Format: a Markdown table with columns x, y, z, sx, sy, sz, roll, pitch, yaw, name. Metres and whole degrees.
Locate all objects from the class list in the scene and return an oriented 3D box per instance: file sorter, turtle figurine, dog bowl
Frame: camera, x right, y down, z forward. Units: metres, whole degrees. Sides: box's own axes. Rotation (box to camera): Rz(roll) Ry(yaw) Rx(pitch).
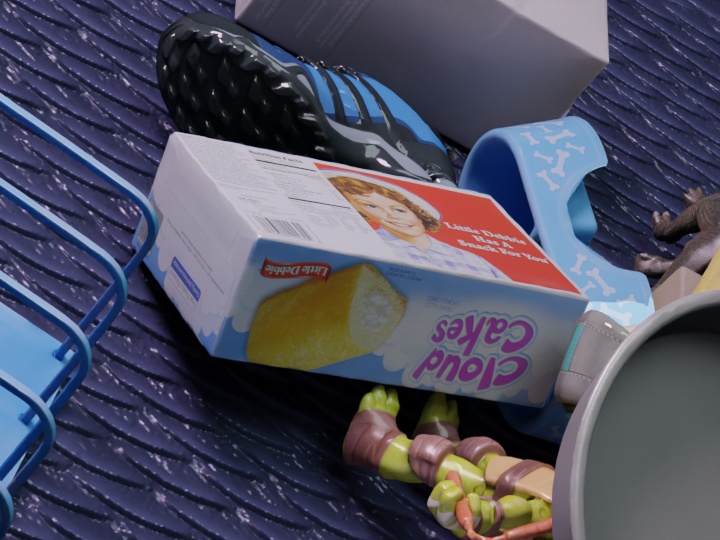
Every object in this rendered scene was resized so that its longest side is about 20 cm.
| x | y | z | sx | sy | sz | roll | pitch | yaw | name |
| --- | --- | --- | --- | --- | --- | --- | --- | --- | --- |
| -0.183 | 0.032 | 0.967 | 0.138 | 0.123 | 0.201 | 35 | 38 | -11 | file sorter |
| 0.080 | 0.106 | 1.123 | 0.199 | 0.065 | 0.161 | -8 | 23 | -45 | turtle figurine |
| 0.099 | 0.005 | 1.262 | 0.049 | 0.112 | 0.201 | 3 | 51 | -23 | dog bowl |

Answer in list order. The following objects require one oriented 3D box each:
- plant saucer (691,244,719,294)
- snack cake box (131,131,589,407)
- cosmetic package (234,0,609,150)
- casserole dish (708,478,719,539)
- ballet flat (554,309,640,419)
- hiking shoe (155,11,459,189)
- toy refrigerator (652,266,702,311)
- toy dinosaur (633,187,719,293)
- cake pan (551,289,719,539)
| x | y | z | sx | sy | sz | roll | pitch | yaw | name |
| --- | --- | --- | --- | --- | --- | --- | --- | --- | --- |
| 0.288 | -0.023 | 1.224 | 0.049 | 0.199 | 0.200 | 63 | 36 | -20 | plant saucer |
| 0.000 | 0.000 | 1.169 | 0.199 | 0.068 | 0.115 | 10 | 22 | -32 | snack cake box |
| 0.037 | -0.155 | 1.358 | 0.199 | 0.107 | 0.091 | 27 | 39 | -23 | cosmetic package |
| 0.223 | 0.133 | 1.128 | 0.199 | 0.039 | 0.122 | -15 | 91 | -40 | casserole dish |
| 0.186 | 0.063 | 1.178 | 0.199 | 0.067 | 0.064 | 17 | 82 | -30 | ballet flat |
| -0.030 | -0.080 | 1.264 | 0.199 | 0.074 | 0.087 | 35 | 29 | -26 | hiking shoe |
| 0.177 | 0.101 | 1.262 | 0.070 | 0.076 | 0.201 | 29 | 39 | -17 | toy refrigerator |
| 0.223 | -0.020 | 1.390 | 0.199 | 0.102 | 0.078 | -1 | 82 | -44 | toy dinosaur |
| 0.163 | 0.110 | 1.038 | 0.199 | 0.037 | 0.202 | 6 | 78 | -31 | cake pan |
